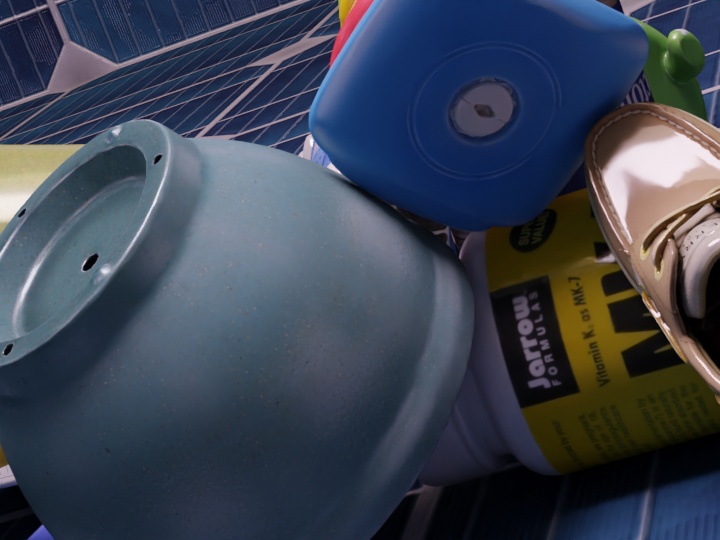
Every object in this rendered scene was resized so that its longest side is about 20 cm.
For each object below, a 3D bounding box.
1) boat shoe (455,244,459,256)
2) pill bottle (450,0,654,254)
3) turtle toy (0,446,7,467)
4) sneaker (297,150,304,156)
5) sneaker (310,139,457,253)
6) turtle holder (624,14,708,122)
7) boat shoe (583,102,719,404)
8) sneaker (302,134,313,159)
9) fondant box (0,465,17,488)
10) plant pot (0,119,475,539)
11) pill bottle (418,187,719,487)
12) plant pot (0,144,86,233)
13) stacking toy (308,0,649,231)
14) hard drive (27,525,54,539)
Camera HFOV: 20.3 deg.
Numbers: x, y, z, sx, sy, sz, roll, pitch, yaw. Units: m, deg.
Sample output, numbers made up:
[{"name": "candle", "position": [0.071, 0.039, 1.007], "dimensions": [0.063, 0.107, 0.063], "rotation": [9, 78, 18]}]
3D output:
[{"name": "boat shoe", "position": [0.000, 0.000, 1.070], "dimensions": [0.199, 0.072, 0.068], "rotation": [-8, 38, -42]}, {"name": "pill bottle", "position": [0.092, -0.054, 0.975], "dimensions": [0.115, 0.201, 0.116], "rotation": [-20, 15, 6]}, {"name": "turtle toy", "position": [-0.237, 0.122, 0.916], "dimensions": [0.146, 0.101, 0.201], "rotation": [-37, 28, 46]}, {"name": "sneaker", "position": [-0.023, -0.023, 1.153], "dimensions": [0.200, 0.089, 0.080], "rotation": [-33, -2, -29]}, {"name": "sneaker", "position": [0.017, -0.010, 0.968], "dimensions": [0.078, 0.201, 0.090], "rotation": [-9, 49, 0]}, {"name": "turtle holder", "position": [0.127, -0.084, 1.143], "dimensions": [0.185, 0.142, 0.131], "rotation": [-24, 18, -28]}, {"name": "boat shoe", "position": [0.140, 0.002, 0.731], "dimensions": [0.074, 0.066, 0.200], "rotation": [-40, 55, 6]}, {"name": "sneaker", "position": [0.042, -0.121, 1.076], "dimensions": [0.080, 0.201, 0.083], "rotation": [19, -3, -31]}, {"name": "fondant box", "position": [-0.158, 0.079, 1.069], "dimensions": [0.199, 0.059, 0.144], "rotation": [-14, -2, 25]}, {"name": "plant pot", "position": [-0.072, 0.026, 0.795], "dimensions": [0.200, 0.134, 0.201], "rotation": [-34, 32, 24]}, {"name": "pill bottle", "position": [0.109, 0.021, 0.845], "dimensions": [0.199, 0.115, 0.114], "rotation": [-18, 14, 16]}, {"name": "plant pot", "position": [-0.231, -0.010, 1.380], "dimensions": [0.183, 0.202, 0.200], "rotation": [-8, 15, 8]}, {"name": "stacking toy", "position": [0.029, -0.118, 0.853], "dimensions": [0.110, 0.115, 0.201], "rotation": [-56, 29, 25]}, {"name": "hard drive", "position": [-0.111, 0.134, 0.933], "dimensions": [0.131, 0.026, 0.200], "rotation": [-15, 15, 25]}]
